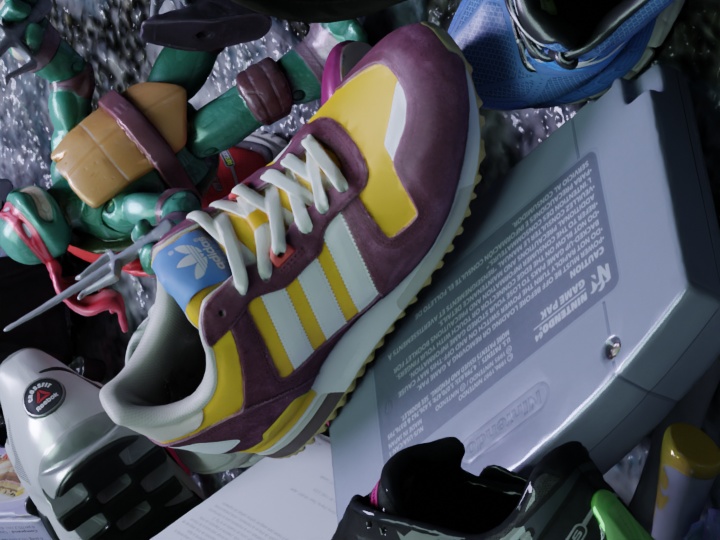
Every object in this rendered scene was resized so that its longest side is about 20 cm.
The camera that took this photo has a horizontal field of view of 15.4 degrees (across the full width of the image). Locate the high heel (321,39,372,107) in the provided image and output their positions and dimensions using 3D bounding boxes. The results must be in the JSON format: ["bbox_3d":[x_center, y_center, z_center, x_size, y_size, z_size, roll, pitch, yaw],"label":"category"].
[{"bbox_3d":[0.000,0.000,1.145,0.096,0.067,0.201,-4,116,41],"label":"high heel"}]

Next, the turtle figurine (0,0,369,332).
[{"bbox_3d":[-0.098,-0.061,1.141,0.150,0.200,0.101,47,168,16],"label":"turtle figurine"}]

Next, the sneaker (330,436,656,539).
[{"bbox_3d":[0.023,0.103,0.958,0.200,0.077,0.084,-19,97,39],"label":"sneaker"}]

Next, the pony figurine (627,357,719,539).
[{"bbox_3d":[0.109,0.143,1.013,0.193,0.166,0.200,59,137,40],"label":"pony figurine"}]

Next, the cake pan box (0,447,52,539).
[{"bbox_3d":[-0.208,0.166,1.391,0.199,0.052,0.185,-4,136,24],"label":"cake pan box"}]

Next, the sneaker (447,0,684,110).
[{"bbox_3d":[0.077,-0.110,0.966,0.200,0.089,0.079,-38,75,57],"label":"sneaker"}]

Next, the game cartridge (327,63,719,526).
[{"bbox_3d":[0.061,0.028,1.008,0.200,0.040,0.134,-41,36,36],"label":"game cartridge"}]

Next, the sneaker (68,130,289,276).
[{"bbox_3d":[-0.102,-0.032,1.259,0.200,0.085,0.077,-3,103,55],"label":"sneaker"}]

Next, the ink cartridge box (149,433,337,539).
[{"bbox_3d":[-0.063,0.151,1.111,0.109,0.200,0.050,22,142,57],"label":"ink cartridge box"}]

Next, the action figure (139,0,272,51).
[{"bbox_3d":[-0.075,-0.195,1.113,0.130,0.069,0.201,96,171,-60],"label":"action figure"}]

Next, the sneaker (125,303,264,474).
[{"bbox_3d":[-0.070,0.044,1.185,0.075,0.081,0.200,62,159,16],"label":"sneaker"}]

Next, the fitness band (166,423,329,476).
[{"bbox_3d":[-0.047,0.098,1.288,0.200,0.037,0.144,-16,93,55],"label":"fitness band"}]

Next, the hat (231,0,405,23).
[{"bbox_3d":[-0.032,-0.179,1.018,0.201,0.200,0.081,64,161,9],"label":"hat"}]

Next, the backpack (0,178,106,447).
[{"bbox_3d":[-0.257,0.033,1.425,0.190,0.199,0.155,136,131,-63],"label":"backpack"}]

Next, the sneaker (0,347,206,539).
[{"bbox_3d":[-0.122,0.098,1.260,0.089,0.074,0.200,48,164,29],"label":"sneaker"}]

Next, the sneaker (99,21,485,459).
[{"bbox_3d":[-0.027,-0.009,1.025,0.075,0.090,0.200,50,122,42],"label":"sneaker"}]
